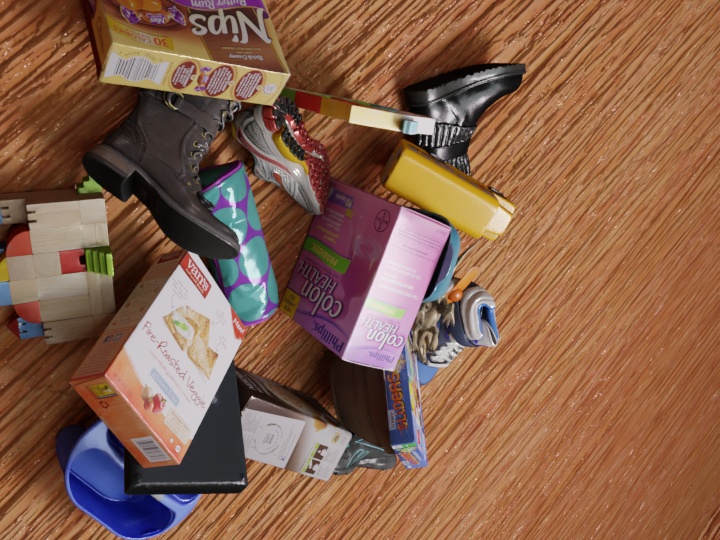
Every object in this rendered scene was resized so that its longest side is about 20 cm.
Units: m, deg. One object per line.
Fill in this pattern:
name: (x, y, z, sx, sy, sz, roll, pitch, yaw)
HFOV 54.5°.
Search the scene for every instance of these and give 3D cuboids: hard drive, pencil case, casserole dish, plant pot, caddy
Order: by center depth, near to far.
hard drive: (-0.209, 0.160, 0.824, 0.137, 0.203, 0.033, 11, 139, -33)
pencil case: (-0.160, -0.030, 0.858, 0.092, 0.084, 0.204, -40, 130, -39)
caddy: (-0.276, 0.240, 0.858, 0.141, 0.104, 0.201, -44, 130, -15)
casserole dish: (0.069, -0.023, 0.969, 0.038, 0.199, 0.124, 16, 92, -37)
plant pot: (0.010, 0.175, 1.048, 0.091, 0.203, 0.204, -10, 123, 11)

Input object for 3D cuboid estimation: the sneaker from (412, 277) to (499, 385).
sneaker: (0.152, 0.116, 1.131, 0.079, 0.145, 0.204, 7, 103, -40)

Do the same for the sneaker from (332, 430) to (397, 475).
sneaker: (-0.016, 0.279, 1.124, 0.198, 0.074, 0.081, 10, 88, -47)

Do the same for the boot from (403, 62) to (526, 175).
boot: (0.160, -0.215, 1.041, 0.207, 0.079, 0.161, -20, 115, -15)

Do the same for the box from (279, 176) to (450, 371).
box: (0.000, 0.000, 0.938, 0.095, 0.175, 0.204, 16, 98, -38)

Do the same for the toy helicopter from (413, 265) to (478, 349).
toy helicopter: (0.115, 0.036, 1.078, 0.078, 0.131, 0.205, -11, 115, -35)

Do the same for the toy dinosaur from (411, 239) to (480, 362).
toy dinosaur: (0.104, 0.048, 0.984, 0.057, 0.101, 0.203, 22, 112, -1)

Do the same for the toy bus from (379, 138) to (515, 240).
toy bus: (0.125, -0.107, 0.977, 0.197, 0.079, 0.066, 27, 109, -15)

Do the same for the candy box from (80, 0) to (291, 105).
candy box: (-0.180, -0.245, 0.731, 0.197, 0.119, 0.056, -2, 152, -37)

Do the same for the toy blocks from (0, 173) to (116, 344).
toy blocks: (-0.334, -0.002, 0.735, 0.134, 0.100, 0.205, -8, 113, -24)

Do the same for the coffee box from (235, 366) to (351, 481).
coffee box: (-0.121, 0.209, 0.968, 0.199, 0.114, 0.081, 31, 89, -43)

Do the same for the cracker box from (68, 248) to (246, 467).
cracker box: (-0.210, 0.090, 0.767, 0.135, 0.057, 0.202, 61, 30, -31)

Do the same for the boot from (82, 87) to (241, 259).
boot: (-0.176, -0.129, 0.747, 0.199, 0.069, 0.176, 37, 59, -13)

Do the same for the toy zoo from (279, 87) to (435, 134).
toy zoo: (-0.001, -0.192, 0.845, 0.129, 0.199, 0.021, 0, 109, -38)

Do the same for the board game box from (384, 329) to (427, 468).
board game box: (0.061, 0.160, 0.983, 0.034, 0.204, 0.136, -9, 151, 9)

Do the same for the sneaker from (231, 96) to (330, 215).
sneaker: (-0.094, -0.141, 0.884, 0.201, 0.080, 0.079, 57, 36, -52)
